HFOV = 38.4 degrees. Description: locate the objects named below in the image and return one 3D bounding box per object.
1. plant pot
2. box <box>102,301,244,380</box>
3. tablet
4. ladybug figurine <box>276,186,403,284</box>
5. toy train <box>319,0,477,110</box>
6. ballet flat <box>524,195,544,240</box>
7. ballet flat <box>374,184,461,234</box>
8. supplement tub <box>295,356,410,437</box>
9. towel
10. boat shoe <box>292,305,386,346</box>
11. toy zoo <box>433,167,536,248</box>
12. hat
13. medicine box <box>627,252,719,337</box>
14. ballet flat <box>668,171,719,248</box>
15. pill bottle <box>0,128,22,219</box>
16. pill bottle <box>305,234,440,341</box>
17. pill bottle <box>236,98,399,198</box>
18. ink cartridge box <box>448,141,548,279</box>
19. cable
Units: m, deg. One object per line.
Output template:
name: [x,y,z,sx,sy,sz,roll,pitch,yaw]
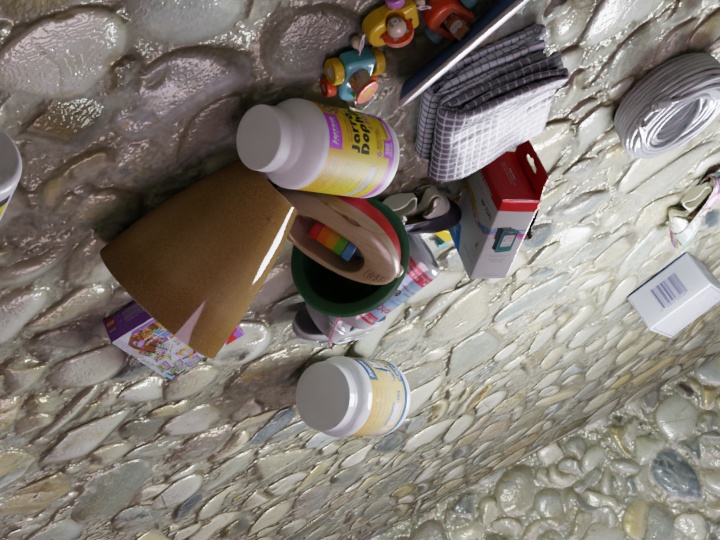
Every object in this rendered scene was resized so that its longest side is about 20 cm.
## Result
plant pot: [-0.175,-0.031,1.239,0.200,0.186,0.186,-46,155,-1]
box: [-0.262,0.083,1.479,0.136,0.039,0.200,-31,155,1]
tablet: [0.124,-0.268,1.214,0.200,0.014,0.130,-39,-168,16]
ladybug figurine: [-0.025,-0.057,1.350,0.072,0.199,0.136,-59,-173,-31]
toy train: [0.048,-0.250,1.200,0.200,0.056,0.150,-42,153,21]
ballet flat: [0.279,-0.091,1.718,0.067,0.046,0.200,-36,167,-11]
ballet flat: [0.080,-0.089,1.517,0.198,0.073,0.073,-11,149,-32]
supplement tub: [-0.013,0.233,1.908,0.145,0.145,0.199,-42,153,22]
towel: [0.174,-0.213,1.373,0.199,0.086,0.166,-26,155,-12]
boat shoe: [-0.040,0.091,1.707,0.201,0.075,0.065,-10,144,-51]
toy zoo: [0.194,-0.102,1.674,0.200,0.021,0.131,-43,153,21]
hat: [0.000,0.000,1.495,0.198,0.167,0.176,-18,164,16]
medicine box: [0.781,0.064,2.538,0.182,0.103,0.199,-41,154,19]
ballet flat: [0.683,-0.129,2.136,0.070,0.070,0.201,6,135,-26]
pill bottle: [-0.408,-0.048,0.987,0.114,0.115,0.200,-4,143,-44]
pill bottle: [0.016,0.019,1.591,0.199,0.109,0.109,-37,154,13]
pill bottle: [-0.050,-0.145,1.222,0.199,0.105,0.104,2,140,-50]
ink cartridge box: [0.204,-0.098,1.548,0.067,0.117,0.201,0,134,-19]
cable: [0.504,-0.263,1.673,0.199,0.070,0.200,-28,156,-10]
